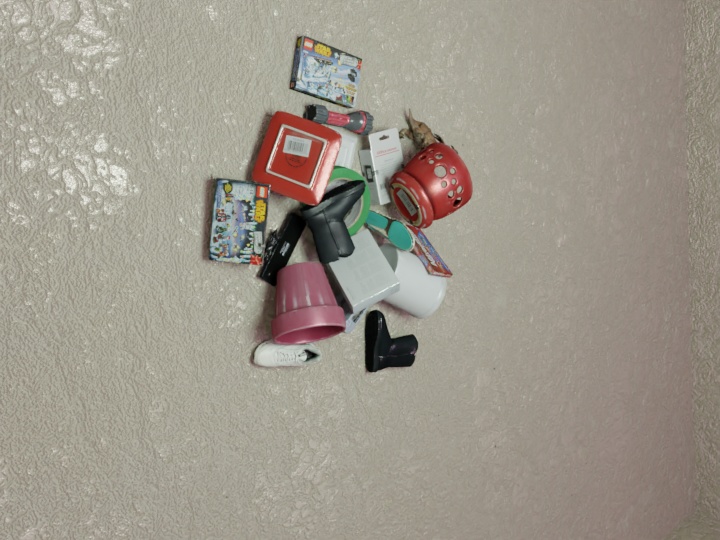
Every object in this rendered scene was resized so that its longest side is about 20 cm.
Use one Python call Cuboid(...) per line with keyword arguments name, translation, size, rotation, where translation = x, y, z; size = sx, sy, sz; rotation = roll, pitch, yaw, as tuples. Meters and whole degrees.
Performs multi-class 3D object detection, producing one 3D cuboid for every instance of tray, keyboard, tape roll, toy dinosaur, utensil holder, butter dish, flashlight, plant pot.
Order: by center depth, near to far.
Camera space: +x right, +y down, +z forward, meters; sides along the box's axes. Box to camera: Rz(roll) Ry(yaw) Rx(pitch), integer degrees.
Cuboid(name="butter dish", translation=(-0.157, -0.284, 1.638), size=(0.196, 0.148, 0.204), rotation=(20, 89, 6))
Cuboid(name="plant pot", translation=(-0.148, 0.085, 1.655), size=(0.197, 0.199, 0.183), rotation=(0, 69, -35))
Cuboid(name="keyboard", translation=(-0.222, -0.068, 1.687), size=(0.203, 0.039, 0.104), rotation=(-65, 148, -12))
Cuboid(name="flashlight", translation=(-0.055, -0.421, 1.728), size=(0.197, 0.068, 0.068), rotation=(1, 129, -41))
Cuboid(name="tape roll", translation=(-0.066, -0.188, 1.743), size=(0.197, 0.048, 0.205), rotation=(-12, 113, -29))
Cuboid(name="tray", translation=(-0.066, -0.294, 1.769), size=(0.106, 0.022, 0.205), rotation=(13, 88, -37))
Cuboid(name="plant pot", translation=(0.192, -0.234, 1.781), size=(0.181, 0.199, 0.203), rotation=(-35, 115, -17))
Cuboid(name="utensil holder", translation=(0.131, 0.029, 1.867), size=(0.198, 0.169, 0.173), rotation=(26, 81, -32))
Cuboid(name="toy dinosaur", translation=(0.200, -0.408, 1.915), size=(0.135, 0.085, 0.202), rotation=(-40, 101, -36))

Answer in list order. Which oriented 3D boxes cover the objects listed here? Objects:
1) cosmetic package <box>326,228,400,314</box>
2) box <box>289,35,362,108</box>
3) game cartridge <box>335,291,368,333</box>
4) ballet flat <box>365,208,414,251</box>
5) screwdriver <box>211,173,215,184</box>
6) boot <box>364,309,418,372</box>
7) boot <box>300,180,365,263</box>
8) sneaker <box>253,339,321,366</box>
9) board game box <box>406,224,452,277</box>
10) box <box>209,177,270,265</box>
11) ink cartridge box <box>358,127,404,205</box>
Cuboid(name="cosmetic package", translation=(0.000, 0.000, 1.735), size=(0.148, 0.202, 0.052), rotation=(-24, 151, -12))
Cuboid(name="box", translation=(-0.092, -0.539, 1.706), size=(0.197, 0.040, 0.140), rotation=(9, 92, -36))
Cuboid(name="game cartridge", translation=(-0.024, 0.088, 1.779), size=(0.201, 0.132, 0.041), rotation=(-54, 124, -21))
Cuboid(name="ballet flat", translation=(0.093, -0.120, 1.811), size=(0.063, 0.199, 0.077), rotation=(5, 119, -56))
Cuboid(name="screwdriver", translation=(-0.342, -0.147, 1.586), size=(0.029, 0.027, 0.203), rotation=(-49, 124, -53))
Cuboid(name="boot", translation=(0.098, 0.210, 1.917), size=(0.165, 0.076, 0.205), rotation=(-6, 107, -31))
Cuboid(name="boot", translation=(-0.050, -0.130, 1.684), size=(0.198, 0.076, 0.171), rotation=(-30, 115, -12))
Cuboid(name="sneaker", translation=(-0.196, 0.229, 1.707), size=(0.196, 0.080, 0.077), rotation=(-1, 99, -34))
Cuboid(name="board game box", translation=(0.195, -0.061, 1.888), size=(0.102, 0.202, 0.020), rotation=(8, 131, -47))
Cuboid(name="box", translation=(-0.301, -0.121, 1.560), size=(0.134, 0.040, 0.205), rotation=(5, 98, -8))
Cuboid(name="ink cartridge box", translation=(0.066, -0.306, 1.834), size=(0.114, 0.066, 0.205), rotation=(-20, 108, -32))
